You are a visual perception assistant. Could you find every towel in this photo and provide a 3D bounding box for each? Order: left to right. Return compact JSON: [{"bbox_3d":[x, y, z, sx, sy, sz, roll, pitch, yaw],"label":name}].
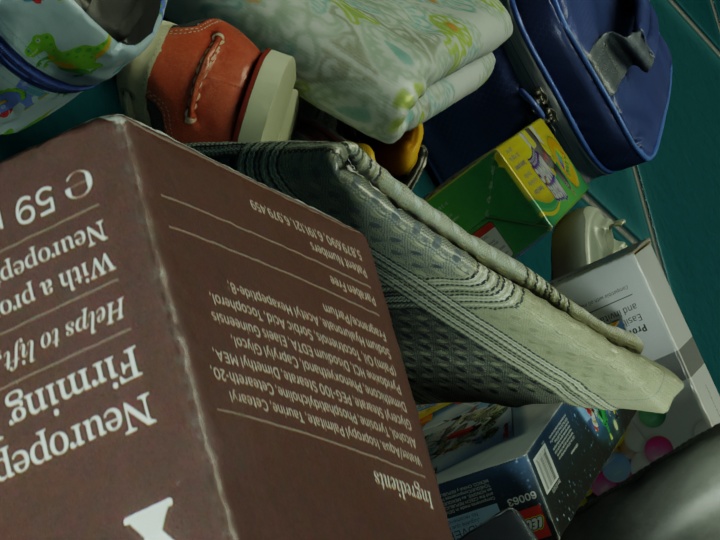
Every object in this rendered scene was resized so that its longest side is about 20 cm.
[{"bbox_3d":[-0.026,-0.128,1.297,0.171,0.048,0.200,29,19,9],"label":"towel"},{"bbox_3d":[0.000,0.000,1.117,0.200,0.192,0.035,34,68,-35],"label":"towel"}]

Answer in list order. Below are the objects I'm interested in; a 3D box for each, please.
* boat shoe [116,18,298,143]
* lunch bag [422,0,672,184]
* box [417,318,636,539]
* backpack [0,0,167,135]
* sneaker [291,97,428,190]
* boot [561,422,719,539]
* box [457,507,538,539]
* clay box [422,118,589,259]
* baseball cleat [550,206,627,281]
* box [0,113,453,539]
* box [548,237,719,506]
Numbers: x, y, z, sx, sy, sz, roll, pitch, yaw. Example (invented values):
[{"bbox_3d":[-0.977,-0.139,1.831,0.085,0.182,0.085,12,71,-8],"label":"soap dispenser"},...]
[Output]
[{"bbox_3d":[-0.062,-0.054,1.178,0.200,0.062,0.072,95,11,-79],"label":"boat shoe"},{"bbox_3d":[0.100,-0.121,1.606,0.136,0.132,0.200,58,21,-18],"label":"lunch bag"},{"bbox_3d":[0.036,0.083,1.211,0.038,0.136,0.200,67,20,-7],"label":"box"},{"bbox_3d":[-0.136,-0.126,1.042,0.164,0.153,0.200,57,0,-27],"label":"backpack"},{"bbox_3d":[-0.001,-0.059,1.359,0.078,0.082,0.200,57,21,-21],"label":"sneaker"},{"bbox_3d":[0.086,0.125,1.197,0.182,0.199,0.073,2,65,-68],"label":"boot"},{"bbox_3d":[0.074,0.209,1.105,0.149,0.107,0.200,57,0,34],"label":"box"},{"bbox_3d":[0.043,-0.014,1.335,0.048,0.115,0.200,53,13,1],"label":"clay box"},{"bbox_3d":[0.089,0.071,1.384,0.070,0.106,0.201,-35,119,-66],"label":"baseball cleat"},{"bbox_3d":[-0.075,0.088,0.887,0.164,0.165,0.201,26,43,-60],"label":"box"},{"bbox_3d":[0.102,0.108,1.323,0.201,0.155,0.041,65,22,-3],"label":"box"}]
